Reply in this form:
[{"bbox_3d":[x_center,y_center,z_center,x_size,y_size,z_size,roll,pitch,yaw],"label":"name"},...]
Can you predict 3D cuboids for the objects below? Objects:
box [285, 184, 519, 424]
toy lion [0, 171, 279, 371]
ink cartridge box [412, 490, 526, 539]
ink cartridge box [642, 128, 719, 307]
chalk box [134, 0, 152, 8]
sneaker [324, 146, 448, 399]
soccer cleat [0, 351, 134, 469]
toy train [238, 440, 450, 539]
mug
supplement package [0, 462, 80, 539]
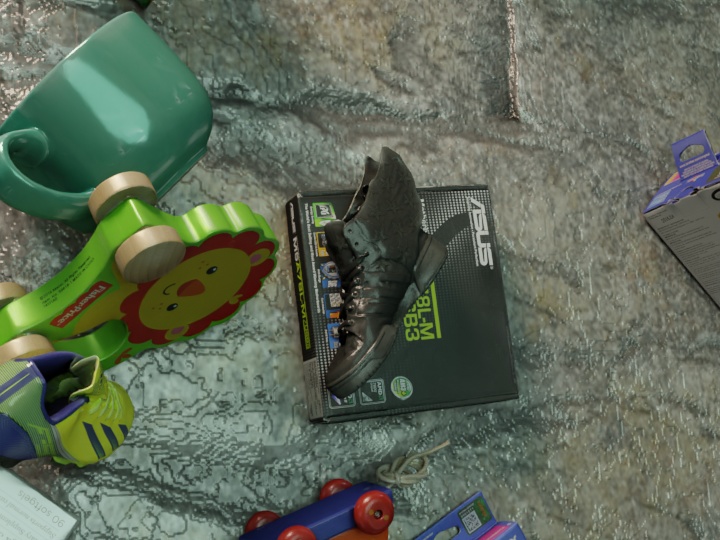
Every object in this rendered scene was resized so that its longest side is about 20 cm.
[{"bbox_3d":[0.038,0.027,0.925,0.191,0.047,0.202,-3,80,-21],"label":"box"},{"bbox_3d":[-0.162,0.017,0.786,0.200,0.192,0.069,-38,65,10],"label":"toy lion"},{"bbox_3d":[0.117,0.308,0.902,0.119,0.042,0.201,-28,89,-26],"label":"ink cartridge box"},{"bbox_3d":[0.381,-0.047,1.040,0.200,0.136,0.076,46,63,-8],"label":"ink cartridge box"},{"bbox_3d":[-0.212,-0.344,0.855,0.200,0.124,0.125,38,66,-12],"label":"chalk box"},{"bbox_3d":[0.001,-0.001,0.861,0.104,0.060,0.200,41,63,-11],"label":"sneaker"},{"bbox_3d":[-0.199,0.093,0.729,0.084,0.200,0.065,-42,77,7],"label":"soccer cleat"},{"bbox_3d":[0.009,0.230,0.853,0.199,0.084,0.117,-18,96,-26],"label":"toy train"},{"bbox_3d":[-0.196,-0.091,0.790,0.114,0.152,0.185,45,67,-10],"label":"mug"},{"bbox_3d":[-0.300,0.218,0.695,0.117,0.117,0.201,38,67,-12],"label":"supplement package"}]
